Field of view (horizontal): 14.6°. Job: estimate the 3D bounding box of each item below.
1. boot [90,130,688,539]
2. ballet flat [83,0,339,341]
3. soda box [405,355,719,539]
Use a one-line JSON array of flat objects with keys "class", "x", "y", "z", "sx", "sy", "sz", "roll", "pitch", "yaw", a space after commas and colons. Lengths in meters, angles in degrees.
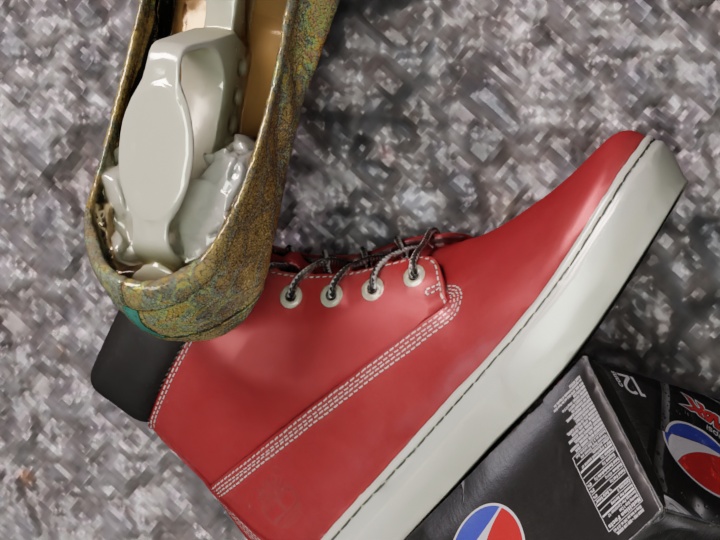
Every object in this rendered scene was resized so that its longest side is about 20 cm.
[{"class": "boot", "x": 0.000, "y": 0.000, "z": 0.912, "sx": 0.144, "sy": 0.072, "sz": 0.200, "roll": 44, "pitch": 113, "yaw": 5}, {"class": "ballet flat", "x": -0.045, "y": -0.078, "z": 0.879, "sx": 0.070, "sy": 0.071, "sz": 0.201, "roll": 10, "pitch": 87, "yaw": 14}, {"class": "soda box", "x": 0.043, "y": 0.120, "z": 0.901, "sx": 0.200, "sy": 0.071, "sz": 0.064, "roll": -47, "pitch": 46, "yaw": 28}]
